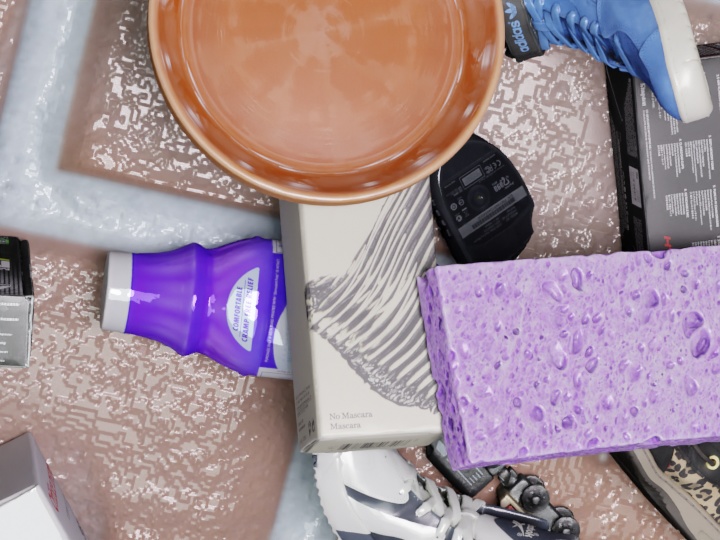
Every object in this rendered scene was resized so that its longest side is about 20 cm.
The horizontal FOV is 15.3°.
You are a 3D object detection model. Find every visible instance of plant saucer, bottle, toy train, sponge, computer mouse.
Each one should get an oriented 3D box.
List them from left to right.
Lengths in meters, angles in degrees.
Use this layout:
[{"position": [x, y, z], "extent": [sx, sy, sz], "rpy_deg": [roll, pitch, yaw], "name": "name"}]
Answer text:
[{"position": [-0.052, 0.022, 1.581], "extent": [0.199, 0.065, 0.084], "rpy_deg": [7, 92, -9], "name": "bottle"}, {"position": [-0.020, -0.134, 1.493], "extent": [0.200, 0.032, 0.201], "rpy_deg": [2, 79, -10], "name": "plant saucer"}, {"position": [0.089, 0.004, 1.621], "extent": [0.059, 0.034, 0.200], "rpy_deg": [-31, 108, -19], "name": "computer mouse"}, {"position": [0.107, 0.158, 1.642], "extent": [0.046, 0.034, 0.200], "rpy_deg": [-43, 102, 4], "name": "toy train"}, {"position": [0.134, 0.047, 1.509], "extent": [0.199, 0.030, 0.112], "rpy_deg": [-4, 79, -25], "name": "sponge"}]

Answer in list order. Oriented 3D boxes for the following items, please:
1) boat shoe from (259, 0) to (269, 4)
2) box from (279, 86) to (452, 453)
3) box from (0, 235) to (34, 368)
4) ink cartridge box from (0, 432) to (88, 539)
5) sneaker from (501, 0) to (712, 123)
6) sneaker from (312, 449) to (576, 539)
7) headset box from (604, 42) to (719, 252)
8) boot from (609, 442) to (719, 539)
[{"position": [-0.058, -0.155, 1.546], "extent": [0.200, 0.076, 0.072], "rpy_deg": [34, 91, -13], "name": "boat shoe"}, {"position": [0.000, 0.000, 1.523], "extent": [0.082, 0.068, 0.201], "rpy_deg": [-4, 80, -11], "name": "box"}, {"position": [-0.281, 0.011, 1.482], "extent": [0.199, 0.193, 0.048], "rpy_deg": [3, 97, -8], "name": "box"}, {"position": [-0.179, 0.209, 1.553], "extent": [0.084, 0.145, 0.200], "rpy_deg": [-28, 102, -4], "name": "ink cartridge box"}, {"position": [0.123, -0.139, 1.526], "extent": [0.111, 0.200, 0.077], "rpy_deg": [-21, 136, 1], "name": "sneaker"}, {"position": [0.057, 0.148, 1.590], "extent": [0.129, 0.080, 0.200], "rpy_deg": [-16, 102, 17], "name": "sneaker"}, {"position": [0.256, -0.065, 1.606], "extent": [0.199, 0.077, 0.149], "rpy_deg": [-9, 101, -7], "name": "headset box"}, {"position": [0.215, 0.068, 1.605], "extent": [0.151, 0.073, 0.200], "rpy_deg": [-41, 123, -3], "name": "boot"}]
